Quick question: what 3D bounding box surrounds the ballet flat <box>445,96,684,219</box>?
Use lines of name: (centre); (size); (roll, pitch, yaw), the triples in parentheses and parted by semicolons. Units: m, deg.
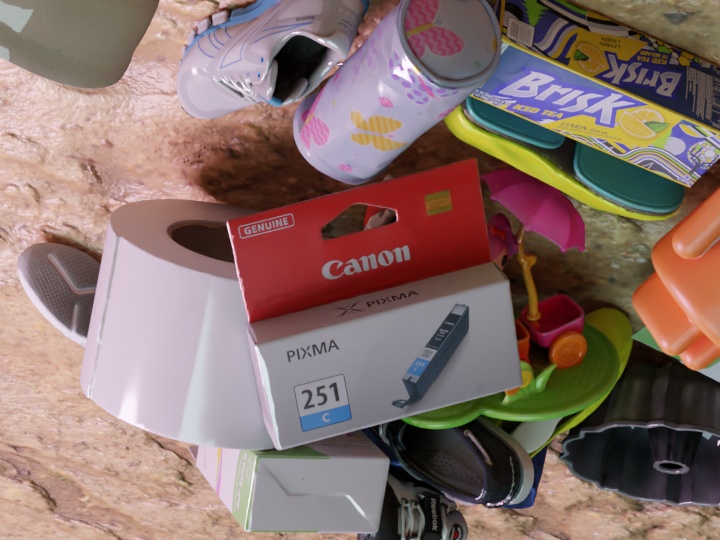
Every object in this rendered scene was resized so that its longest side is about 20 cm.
ballet flat: (0.149, -0.092, 1.552); (0.199, 0.067, 0.067); (25, 158, -15)

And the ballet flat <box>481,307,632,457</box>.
ballet flat: (0.167, 0.106, 1.721); (0.067, 0.200, 0.067); (50, 164, -7)

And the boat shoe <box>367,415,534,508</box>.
boat shoe: (0.053, 0.130, 1.681); (0.199, 0.076, 0.060); (26, -163, 39)

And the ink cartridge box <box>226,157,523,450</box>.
ink cartridge box: (0.013, 0.026, 1.534); (0.199, 0.045, 0.177); (-15, 115, -8)

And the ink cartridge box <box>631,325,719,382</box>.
ink cartridge box: (0.335, 0.050, 1.716); (0.199, 0.060, 0.104); (26, 141, -22)

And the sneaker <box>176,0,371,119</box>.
sneaker: (-0.073, -0.150, 1.503); (0.075, 0.087, 0.200); (29, 141, -29)

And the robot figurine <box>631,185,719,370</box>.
robot figurine: (0.303, -0.014, 1.559); (0.144, 0.117, 0.200); (44, 107, -11)

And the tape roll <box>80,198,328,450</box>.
tape roll: (-0.115, 0.040, 1.641); (0.201, 0.203, 0.140); (11, 107, -4)

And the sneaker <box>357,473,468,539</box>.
sneaker: (0.047, 0.213, 1.768); (0.088, 0.075, 0.200); (5, 174, 12)

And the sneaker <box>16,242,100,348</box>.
sneaker: (-0.234, 0.047, 1.826); (0.200, 0.071, 0.080); (40, 153, -29)

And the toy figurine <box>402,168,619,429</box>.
toy figurine: (0.109, 0.010, 1.631); (0.199, 0.150, 0.185); (-17, 124, -19)

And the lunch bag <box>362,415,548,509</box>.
lunch bag: (0.069, 0.126, 1.819); (0.198, 0.133, 0.136); (8, 164, 3)

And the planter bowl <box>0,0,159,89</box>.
planter bowl: (-0.202, -0.235, 1.346); (0.199, 0.201, 0.135); (29, 113, -26)

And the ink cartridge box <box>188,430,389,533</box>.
ink cartridge box: (-0.065, 0.151, 1.694); (0.116, 0.200, 0.068); (3, 103, -21)

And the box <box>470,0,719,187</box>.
box: (0.174, -0.136, 1.490); (0.199, 0.065, 0.070); (21, 142, -16)

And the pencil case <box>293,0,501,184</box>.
pencil case: (0.025, -0.134, 1.471); (0.083, 0.091, 0.200); (27, 153, -14)

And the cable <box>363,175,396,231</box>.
cable: (0.000, 0.000, 1.672); (0.050, 0.098, 0.200); (9, 141, -22)

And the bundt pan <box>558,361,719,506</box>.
bundt pan: (0.278, 0.140, 1.820); (0.200, 0.076, 0.202); (8, 156, 3)
